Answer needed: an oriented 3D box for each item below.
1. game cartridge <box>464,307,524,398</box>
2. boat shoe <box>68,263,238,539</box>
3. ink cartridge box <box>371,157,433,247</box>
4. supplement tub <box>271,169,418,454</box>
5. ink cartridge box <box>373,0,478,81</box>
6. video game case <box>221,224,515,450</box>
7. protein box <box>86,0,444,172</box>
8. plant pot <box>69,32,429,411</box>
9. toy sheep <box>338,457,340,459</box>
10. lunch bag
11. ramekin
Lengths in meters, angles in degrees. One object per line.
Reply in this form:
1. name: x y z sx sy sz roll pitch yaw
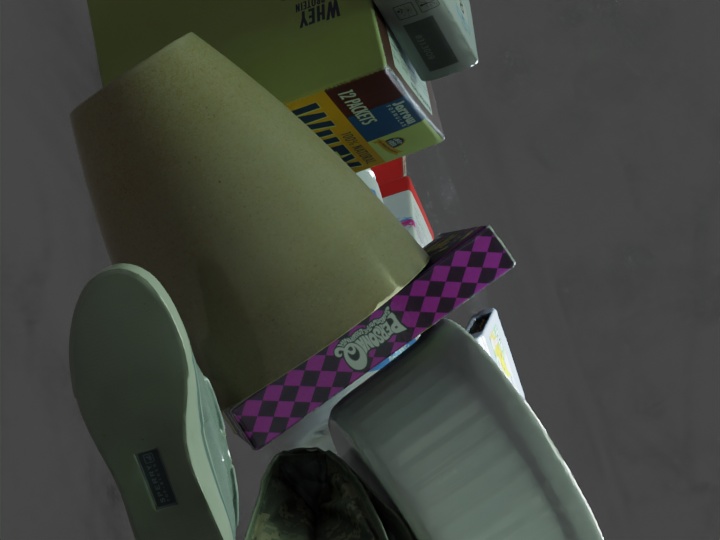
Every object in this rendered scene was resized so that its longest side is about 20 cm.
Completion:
1. game cartridge: 0.158 0.126 2.643 0.200 0.040 0.134 -50 125 -77
2. boat shoe: -0.116 0.086 1.279 0.072 0.069 0.202 -75 152 -70
3. ink cartridge box: 0.000 0.000 1.801 0.201 0.115 0.068 -93 161 -51
4. supplement tub: -0.028 0.023 1.615 0.132 0.131 0.202 40 32 -70
5. ink cartridge box: 0.023 -0.251 1.484 0.160 0.047 0.201 53 25 -48
6. video game case: -0.003 0.042 1.439 0.036 0.199 0.181 55 -6 -4
7. protein box: -0.071 -0.168 1.531 0.135 0.197 0.202 44 30 -63
8. plant pot: -0.087 -0.039 1.381 0.201 0.187 0.187 57 13 -5
9. toy sheep: 0.006 0.195 1.552 0.201 0.137 0.138 -73 146 -46
10. lunch bag: -0.020 0.225 1.337 0.201 0.116 0.165 -94 180 -54
11. ramekin: 0.063 0.140 1.394 0.201 0.097 0.201 57 -10 15
